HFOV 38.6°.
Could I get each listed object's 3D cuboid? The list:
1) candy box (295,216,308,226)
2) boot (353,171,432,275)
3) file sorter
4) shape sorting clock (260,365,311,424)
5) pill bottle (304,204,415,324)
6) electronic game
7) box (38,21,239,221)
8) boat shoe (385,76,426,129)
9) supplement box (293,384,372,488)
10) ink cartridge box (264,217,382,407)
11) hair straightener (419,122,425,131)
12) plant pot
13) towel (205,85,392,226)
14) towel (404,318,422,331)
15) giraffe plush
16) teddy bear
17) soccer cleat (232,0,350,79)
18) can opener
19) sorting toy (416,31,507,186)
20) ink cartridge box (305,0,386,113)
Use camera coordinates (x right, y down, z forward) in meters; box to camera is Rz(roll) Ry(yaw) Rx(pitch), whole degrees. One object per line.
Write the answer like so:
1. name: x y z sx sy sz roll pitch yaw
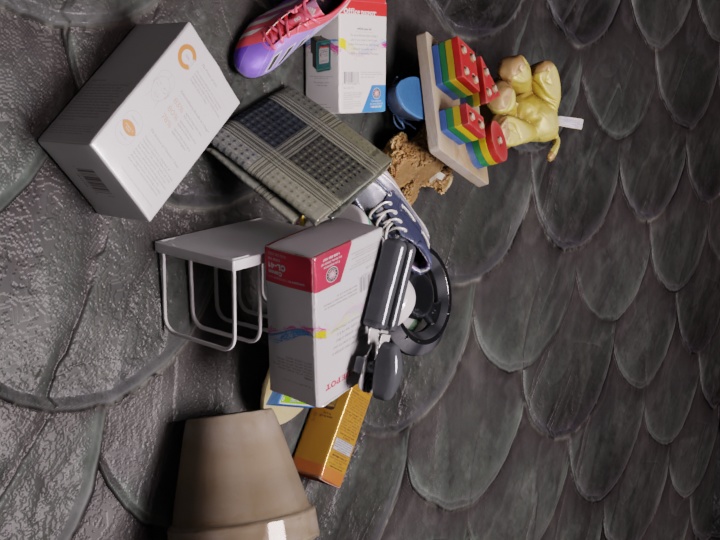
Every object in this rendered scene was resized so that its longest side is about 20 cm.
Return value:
1. candy box: -0.062 -0.097 1.520 0.102 0.026 0.201 -14 108 -54
2. boot: 0.045 -0.083 1.574 0.200 0.073 0.091 43 19 -29
3. file sorter: -0.146 0.015 1.338 0.200 0.138 0.125 -17 113 -51
4. shape sorting clock: -0.083 0.133 1.489 0.200 0.039 0.201 -50 152 -37
5. pill bottle: 0.000 0.000 1.509 0.200 0.113 0.114 51 57 -48
6. electronic game: 0.088 0.040 1.694 0.199 0.041 0.201 6 82 -50
7. box: -0.251 -0.174 1.189 0.201 0.097 0.125 -58 137 -28
8. boat shoe: 0.082 -0.258 1.624 0.200 0.068 0.085 -6 84 -63
9. supplement box: -0.037 0.226 1.584 0.069 0.066 0.201 36 68 -50
10. ink cartridge box: -0.044 0.049 1.300 0.147 0.085 0.201 -26 124 -50
11. hair straightener: 0.147 -0.297 1.761 0.077 0.041 0.201 26 71 -53
12. plant pot: -0.161 0.274 1.347 0.199 0.199 0.175 2 78 -53
13. towel: -0.081 -0.152 1.368 0.192 0.200 0.035 -41 163 -43
14. towel: 0.035 0.044 1.683 0.149 0.031 0.201 -51 132 -38
15. giraffe plush: 0.273 -0.288 1.839 0.199 0.162 0.174 23 86 -32
16. teddy bear: 0.095 -0.176 1.676 0.199 0.067 0.146 -23 139 -38
17. soccer cleat: -0.088 -0.330 1.360 0.200 0.073 0.068 -42 107 -15
18. can opener: 0.042 0.063 1.297 0.053 0.067 0.201 13 91 -59
19. sorting toy: 0.172 -0.261 1.646 0.199 0.069 0.201 23 58 -58
20. ink cartridge box: -0.021 -0.332 1.494 0.116 0.067 0.201 -14 108 -52
